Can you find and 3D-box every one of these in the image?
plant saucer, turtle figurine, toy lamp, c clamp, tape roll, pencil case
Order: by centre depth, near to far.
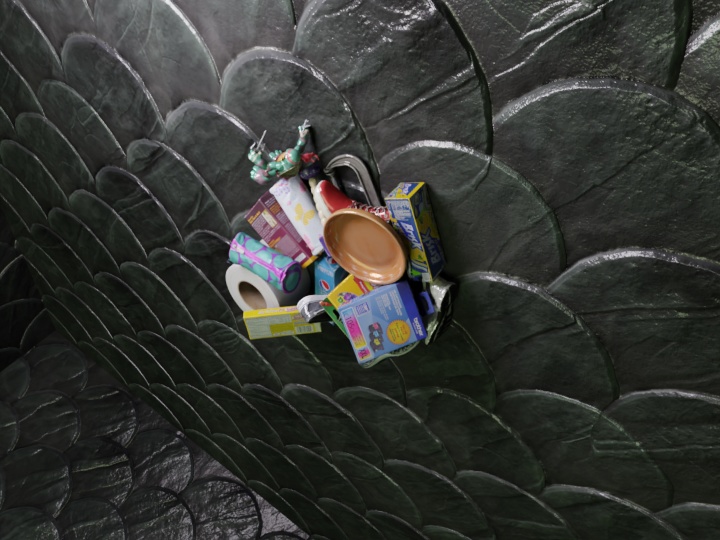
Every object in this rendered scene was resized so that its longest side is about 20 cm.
[{"bbox_3d":[0.013,-0.055,1.231,0.196,0.038,0.202,21,143,17],"label":"plant saucer"},{"bbox_3d":[-0.171,-0.247,1.267,0.199,0.148,0.103,-14,100,64],"label":"turtle figurine"},{"bbox_3d":[-0.028,-0.167,1.305,0.168,0.027,0.203,9,130,38],"label":"c clamp"},{"bbox_3d":[-0.086,-0.132,1.312,0.058,0.058,0.204,-15,95,48],"label":"toy lamp"},{"bbox_3d":[-0.130,-0.136,1.377,0.082,0.091,0.202,-34,98,7],"label":"pencil case"},{"bbox_3d":[-0.239,-0.019,1.447,0.197,0.087,0.092,26,-177,25],"label":"pencil case"},{"bbox_3d":[-0.255,0.032,1.607,0.200,0.139,0.206,25,138,25],"label":"tape roll"}]

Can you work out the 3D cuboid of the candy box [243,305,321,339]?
[{"bbox_3d":[-0.204,0.135,1.536,0.195,0.027,0.103,-6,138,-3],"label":"candy box"}]

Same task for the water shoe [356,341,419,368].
[{"bbox_3d":[0.075,0.179,1.436,0.198,0.078,0.073,-28,81,34],"label":"water shoe"}]

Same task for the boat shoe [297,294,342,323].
[{"bbox_3d":[-0.061,0.097,1.439,0.068,0.197,0.072,55,128,31],"label":"boat shoe"}]

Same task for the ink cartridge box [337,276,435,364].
[{"bbox_3d":[0.065,0.103,1.289,0.196,0.076,0.139,-23,95,4],"label":"ink cartridge box"}]

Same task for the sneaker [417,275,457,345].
[{"bbox_3d":[0.167,0.086,1.332,0.080,0.073,0.203,37,138,29],"label":"sneaker"}]

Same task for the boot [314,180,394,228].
[{"bbox_3d":[0.004,-0.133,1.245,0.200,0.073,0.143,45,140,-19],"label":"boot"}]

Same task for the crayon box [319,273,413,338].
[{"bbox_3d":[0.012,0.061,1.350,0.199,0.051,0.127,-42,92,8],"label":"crayon box"}]

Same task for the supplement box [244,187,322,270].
[{"bbox_3d":[-0.183,-0.101,1.461,0.201,0.086,0.110,49,143,-6],"label":"supplement box"}]

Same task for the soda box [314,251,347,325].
[{"bbox_3d":[-0.075,0.043,1.506,0.063,0.068,0.203,26,139,21],"label":"soda box"}]

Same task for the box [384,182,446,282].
[{"bbox_3d":[0.118,-0.078,1.214,0.063,0.070,0.203,7,129,38],"label":"box"}]
